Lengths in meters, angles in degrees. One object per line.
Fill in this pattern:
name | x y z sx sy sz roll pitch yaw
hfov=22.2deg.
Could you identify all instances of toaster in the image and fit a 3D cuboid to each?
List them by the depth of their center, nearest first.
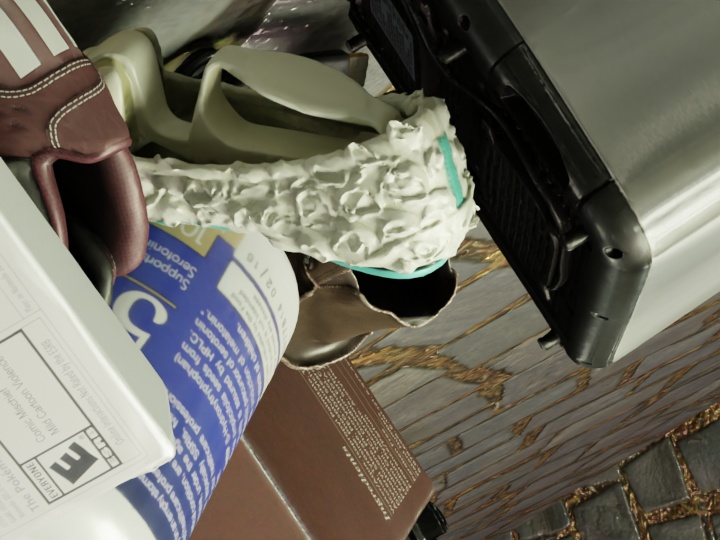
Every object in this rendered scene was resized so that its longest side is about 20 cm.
toaster | 0.075 -0.082 0.617 0.119 0.181 0.200 -32 166 -5

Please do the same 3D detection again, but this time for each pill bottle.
pill bottle | -0.111 0.063 0.647 0.120 0.120 0.200 -45 -165 50

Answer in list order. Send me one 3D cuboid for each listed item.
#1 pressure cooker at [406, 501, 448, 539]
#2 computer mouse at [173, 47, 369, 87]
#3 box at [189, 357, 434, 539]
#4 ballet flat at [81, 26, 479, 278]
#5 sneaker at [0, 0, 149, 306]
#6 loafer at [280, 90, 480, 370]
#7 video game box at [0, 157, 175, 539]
pressure cooker | -0.008 0.293 1.780 0.200 0.179 0.176 -23 -153 -26
computer mouse | -0.036 -0.056 0.788 0.200 0.046 0.140 -2 148 -49
box | -0.086 0.112 0.932 0.166 0.164 0.200 -33 -179 16
ballet flat | -0.054 -0.050 0.616 0.199 0.072 0.072 11 179 20
sneaker | -0.136 -0.009 0.580 0.076 0.116 0.200 -38 177 -45
loafer | 0.000 0.000 0.797 0.073 0.071 0.200 -17 158 -23
video game box | -0.178 0.014 0.499 0.182 0.200 0.047 -29 -151 4
